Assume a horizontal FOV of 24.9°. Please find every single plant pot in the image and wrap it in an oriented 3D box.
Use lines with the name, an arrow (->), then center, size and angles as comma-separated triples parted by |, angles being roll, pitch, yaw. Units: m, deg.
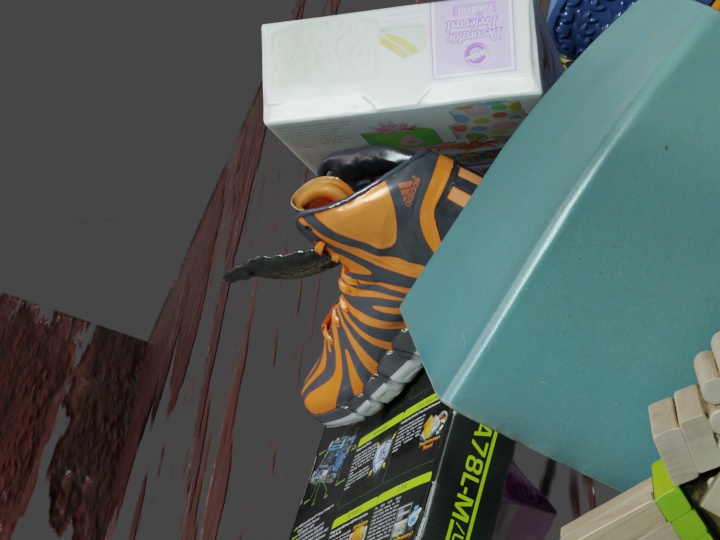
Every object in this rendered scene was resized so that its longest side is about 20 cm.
plant pot -> 0.133, -0.018, 0.751 | 0.201, 0.141, 0.141 | -61, 13, 12

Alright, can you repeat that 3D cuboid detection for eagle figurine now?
eagle figurine -> 0.004, -0.015, 1.345 | 0.200, 0.152, 0.151 | -51, -20, 15

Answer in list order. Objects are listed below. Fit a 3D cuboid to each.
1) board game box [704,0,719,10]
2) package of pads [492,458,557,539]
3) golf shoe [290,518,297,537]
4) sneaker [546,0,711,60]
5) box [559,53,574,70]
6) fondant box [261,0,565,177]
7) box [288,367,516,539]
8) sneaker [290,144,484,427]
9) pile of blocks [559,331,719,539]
board game box -> 0.191, -0.144, 0.901 | 0.200, 0.045, 0.153 | -142, 72, -77
package of pads -> 0.039, 0.205, 0.970 | 0.121, 0.075, 0.201 | -133, 63, -74
golf shoe -> 0.002, 0.258, 1.112 | 0.092, 0.075, 0.201 | 50, -148, -56
sneaker -> 0.164, -0.188, 0.832 | 0.200, 0.070, 0.078 | -46, 25, 46
box -> 0.104, -0.049, 1.147 | 0.201, 0.048, 0.159 | -82, 15, -44
fondant box -> 0.043, -0.084, 0.902 | 0.200, 0.143, 0.059 | 39, -132, -72
box -> 0.016, 0.132, 0.903 | 0.200, 0.047, 0.194 | -40, 25, 55
sneaker -> 0.000, 0.000, 0.887 | 0.200, 0.112, 0.078 | -48, 15, 37
pile of blocks -> 0.158, 0.066, 0.672 | 0.201, 0.082, 0.062 | -58, -1, 14
